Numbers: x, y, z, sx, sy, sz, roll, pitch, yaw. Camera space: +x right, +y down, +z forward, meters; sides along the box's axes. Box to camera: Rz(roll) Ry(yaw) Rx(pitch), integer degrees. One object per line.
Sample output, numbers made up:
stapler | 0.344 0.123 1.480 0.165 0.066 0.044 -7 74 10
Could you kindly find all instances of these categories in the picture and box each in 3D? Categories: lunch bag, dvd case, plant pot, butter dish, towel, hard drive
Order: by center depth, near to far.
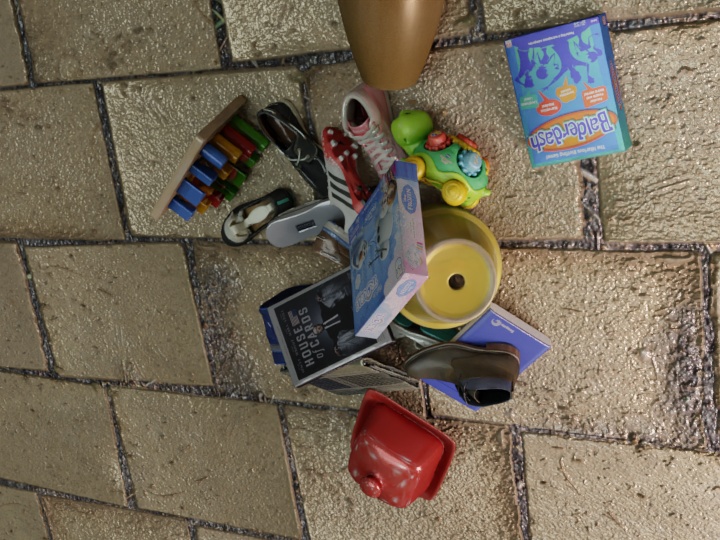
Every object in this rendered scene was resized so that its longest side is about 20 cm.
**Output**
plant pot | 0.045 -0.390 1.456 0.185 0.186 0.202 18 129 23
plant pot | 0.135 0.003 1.487 0.198 0.189 0.203 -1 99 -4
dvd case | -0.052 0.092 1.604 0.199 0.025 0.152 -27 74 19
hard drive | 0.210 0.152 1.613 0.131 0.026 0.200 31 126 -17
towel | -0.016 0.187 1.708 0.198 0.192 0.035 -9 66 35
lunch bag | -0.071 0.101 1.723 0.198 0.136 0.134 -8 105 31
butter dish | 0.049 0.356 1.730 0.198 0.148 0.201 30 133 15

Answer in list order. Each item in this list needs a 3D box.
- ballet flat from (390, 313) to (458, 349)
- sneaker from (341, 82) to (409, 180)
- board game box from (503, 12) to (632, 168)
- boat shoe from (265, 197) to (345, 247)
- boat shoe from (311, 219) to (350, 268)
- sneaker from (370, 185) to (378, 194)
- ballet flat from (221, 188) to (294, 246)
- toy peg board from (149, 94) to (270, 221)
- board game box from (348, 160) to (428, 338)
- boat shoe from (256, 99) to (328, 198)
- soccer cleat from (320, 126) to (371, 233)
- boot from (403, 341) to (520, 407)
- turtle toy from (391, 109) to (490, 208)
ballet flat | 0.095 0.106 1.676 0.199 0.069 0.070 30 121 13
sneaker | 0.025 -0.212 1.568 0.075 0.105 0.202 -14 102 31
board game box | 0.311 -0.266 1.415 0.151 0.045 0.202 -8 105 32
boat shoe | -0.072 -0.095 1.691 0.198 0.066 0.073 -19 114 13
boat shoe | 0.000 0.000 1.651 0.199 0.072 0.073 39 89 -6
sneaker | 0.064 -0.053 1.627 0.091 0.076 0.201 -37 86 41
ballet flat | -0.210 -0.097 1.769 0.199 0.068 0.068 -31 91 35
toy peg board | -0.260 -0.181 1.700 0.097 0.200 0.200 35 124 -5
board game box | 0.038 -0.030 1.450 0.200 0.043 0.201 126 146 -52
boat shoe | -0.111 -0.208 1.671 0.072 0.068 0.201 -36 90 33
soccer cleat | -0.031 -0.156 1.612 0.085 0.068 0.201 -45 59 38
boot | 0.165 0.174 1.557 0.197 0.097 0.075 -7 127 12
turtle toy | 0.128 -0.179 1.511 0.199 0.146 0.102 34 100 14
